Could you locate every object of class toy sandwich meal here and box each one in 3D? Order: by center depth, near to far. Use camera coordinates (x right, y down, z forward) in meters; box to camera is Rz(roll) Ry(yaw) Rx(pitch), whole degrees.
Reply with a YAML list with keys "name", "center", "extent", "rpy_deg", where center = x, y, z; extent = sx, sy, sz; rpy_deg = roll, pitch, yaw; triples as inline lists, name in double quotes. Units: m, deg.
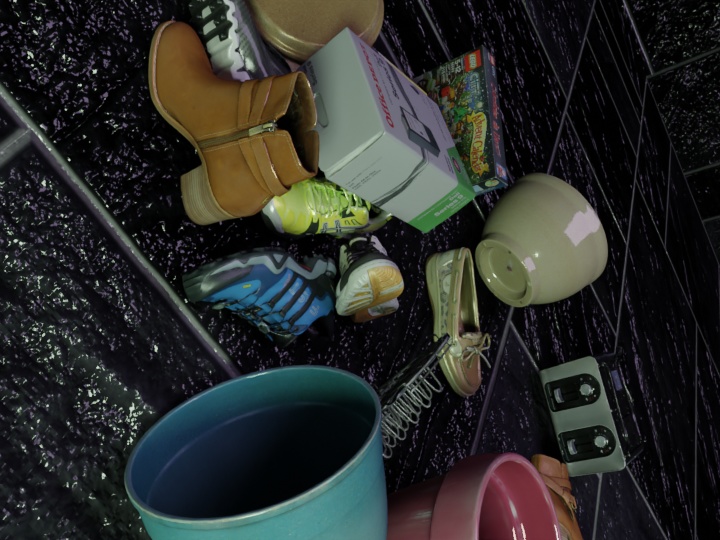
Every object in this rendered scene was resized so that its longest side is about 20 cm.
- name: "toy sandwich meal"
  center: [-0.060, -0.306, 0.808]
  extent: [0.199, 0.070, 0.211]
  rpy_deg: [6, 71, -19]

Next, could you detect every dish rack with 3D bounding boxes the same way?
- name: "dish rack"
  center: [0.019, 0.146, 0.676]
  extent: [0.055, 0.200, 0.153]
  rpy_deg: [45, 39, 3]

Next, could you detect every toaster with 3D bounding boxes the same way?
- name: "toaster"
  center: [0.399, 0.237, 1.188]
  extent: [0.198, 0.116, 0.186]
  rpy_deg: [4, 70, -58]

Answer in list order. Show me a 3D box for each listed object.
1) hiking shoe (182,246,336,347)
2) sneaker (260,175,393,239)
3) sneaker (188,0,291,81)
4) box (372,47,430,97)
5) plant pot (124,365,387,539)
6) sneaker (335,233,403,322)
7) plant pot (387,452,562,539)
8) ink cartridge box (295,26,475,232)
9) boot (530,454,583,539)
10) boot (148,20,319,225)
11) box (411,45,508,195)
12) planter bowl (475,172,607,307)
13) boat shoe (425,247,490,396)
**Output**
- name: "hiking shoe"
  center: [-0.084, 0.029, 0.672]
  extent: [0.198, 0.073, 0.089]
  rpy_deg: [2, 75, -53]
- name: "sneaker"
  center: [-0.034, -0.078, 0.775]
  extent: [0.198, 0.075, 0.078]
  rpy_deg: [-5, 81, -54]
- name: "sneaker"
  center: [-0.116, -0.216, 0.722]
  extent: [0.090, 0.065, 0.206]
  rpy_deg: [-25, 102, -49]
- name: "box"
  center: [0.024, -0.241, 0.935]
  extent: [0.198, 0.049, 0.078]
  rpy_deg: [24, 60, -48]
- name: "plant pot"
  center: [-0.063, 0.209, 0.554]
  extent: [0.199, 0.195, 0.193]
  rpy_deg: [-37, 122, -52]
- name: "sneaker"
  center: [0.000, 0.000, 0.752]
  extent: [0.200, 0.074, 0.090]
  rpy_deg: [93, -19, -79]
- name: "plant pot"
  center: [0.095, 0.301, 0.726]
  extent: [0.198, 0.176, 0.206]
  rpy_deg: [23, 59, -46]
- name: "ink cartridge box"
  center: [0.030, -0.147, 0.769]
  extent: [0.198, 0.083, 0.149]
  rpy_deg: [21, 44, -52]
- name: "boot"
  center: [0.322, 0.391, 1.094]
  extent: [0.200, 0.072, 0.158]
  rpy_deg: [45, 39, -42]
- name: "boot"
  center: [-0.115, -0.152, 0.628]
  extent: [0.076, 0.153, 0.206]
  rpy_deg: [1, 76, -51]
- name: "box"
  center: [0.135, -0.201, 0.996]
  extent: [0.037, 0.134, 0.206]
  rpy_deg: [18, 63, -47]
- name: "planter bowl"
  center: [0.263, -0.030, 1.085]
  extent: [0.133, 0.199, 0.204]
  rpy_deg: [-33, 106, -24]
- name: "boat shoe"
  center: [0.140, 0.072, 0.966]
  extent: [0.073, 0.062, 0.206]
  rpy_deg: [-8, 85, -54]
